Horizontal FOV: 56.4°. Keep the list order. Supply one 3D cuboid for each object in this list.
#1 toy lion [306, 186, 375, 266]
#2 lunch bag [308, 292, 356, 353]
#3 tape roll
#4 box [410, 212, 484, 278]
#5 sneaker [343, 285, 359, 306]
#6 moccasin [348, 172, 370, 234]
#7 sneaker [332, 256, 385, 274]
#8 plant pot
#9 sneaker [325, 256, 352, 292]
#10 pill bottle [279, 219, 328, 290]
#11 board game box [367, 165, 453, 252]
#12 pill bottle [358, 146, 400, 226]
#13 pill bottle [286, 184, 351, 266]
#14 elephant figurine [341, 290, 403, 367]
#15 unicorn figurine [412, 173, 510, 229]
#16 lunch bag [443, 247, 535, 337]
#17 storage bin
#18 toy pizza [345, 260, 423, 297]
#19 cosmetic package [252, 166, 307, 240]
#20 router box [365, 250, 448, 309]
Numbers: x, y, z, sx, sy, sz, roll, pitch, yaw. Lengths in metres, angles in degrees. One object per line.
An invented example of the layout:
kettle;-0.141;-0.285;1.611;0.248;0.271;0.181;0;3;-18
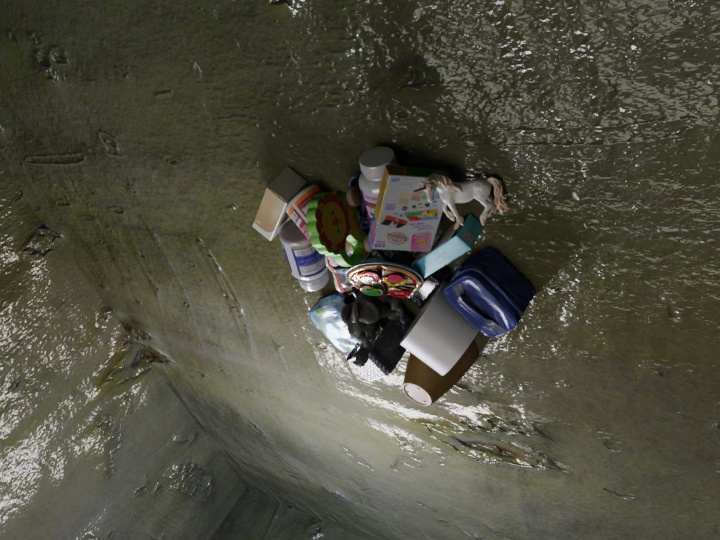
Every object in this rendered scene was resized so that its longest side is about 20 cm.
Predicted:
toy lion;-0.052;-0.095;1.582;0.068;0.192;0.202;-6;117;34
lunch bag;-0.053;0.166;2.096;0.200;0.083;0.160;49;146;-14
tape roll;0.212;0.148;1.723;0.139;0.203;0.203;36;146;4
box;0.205;-0.056;1.601;0.049;0.083;0.200;41;146;-8
sneaker;-0.015;0.102;1.947;0.076;0.087;0.201;-112;30;-44
moccasin;0.015;-0.145;1.677;0.068;0.081;0.201;17;141;28
sneaker;0.000;0.000;1.777;0.199;0.072;0.073;5;131;48
plant pot;0.204;0.272;1.876;0.185;0.201;0.187;25;145;19
sneaker;-0.044;-0.020;1.901;0.081;0.078;0.201;-1;138;18
pill bottle;-0.153;-0.043;1.916;0.119;0.120;0.201;17;141;28
board game box;0.109;-0.136;1.515;0.151;0.041;0.202;3;128;-15
pill bottle;0.057;-0.182;1.566;0.111;0.113;0.201;14;139;31
pill bottle;-0.095;-0.115;1.752;0.201;0.109;0.110;51;147;6
elephant figurine;0.012;0.125;1.800;0.155;0.199;0.142;33;146;32
unicorn figurine;0.214;-0.158;1.451;0.198;0.074;0.138;-18;123;1
lunch bag;0.298;0.054;1.593;0.200;0.133;0.136;42;144;-6
storage bin;0.067;0.206;1.923;0.094;0.200;0.135;45;145;-11
toy pizza;0.060;0.030;1.683;0.198;0.032;0.201;6;157;2
cosmetic package;-0.223;-0.181;1.838;0.071;0.105;0.200;37;145;1
router box;0.117;-0.007;1.757;0.199;0.051;0.149;40;146;6
